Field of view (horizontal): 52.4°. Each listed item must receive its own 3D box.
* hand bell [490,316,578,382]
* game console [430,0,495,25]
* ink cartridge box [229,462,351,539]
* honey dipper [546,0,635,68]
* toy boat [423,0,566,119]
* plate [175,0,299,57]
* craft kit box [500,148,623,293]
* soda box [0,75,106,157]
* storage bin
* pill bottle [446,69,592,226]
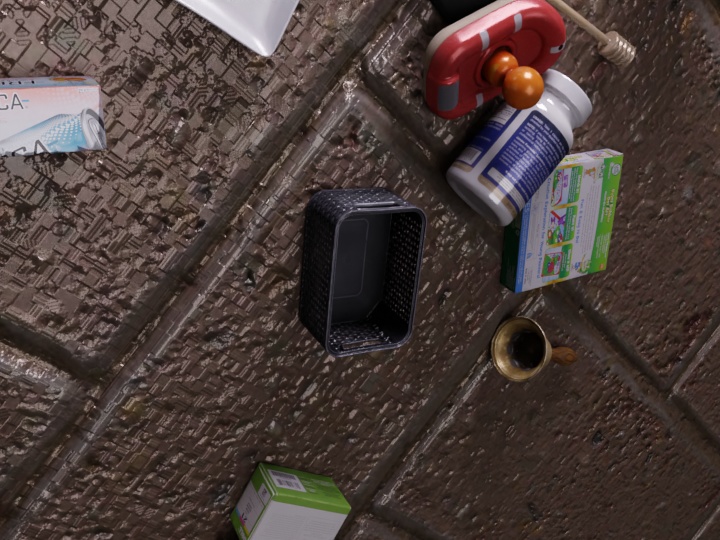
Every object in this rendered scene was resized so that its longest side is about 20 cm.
[{"bbox_3d":[0.318,0.141,1.249,0.199,0.104,0.105,13,106,-47],"label":"hand bell"},{"bbox_3d":[0.124,-0.442,0.898,0.175,0.117,0.200,-32,129,24],"label":"game console"},{"bbox_3d":[-0.128,0.406,1.102,0.147,0.076,0.202,24,100,-36],"label":"ink cartridge box"},{"bbox_3d":[0.320,-0.351,1.041,0.198,0.038,0.038,22,100,-33],"label":"honey dipper"},{"bbox_3d":[0.183,-0.255,0.930,0.198,0.131,0.131,-31,150,-13],"label":"toy boat"},{"bbox_3d":[-0.135,-0.364,0.775,0.198,0.032,0.201,24,98,-35],"label":"plate"},{"bbox_3d":[0.318,-0.080,1.159,0.195,0.048,0.203,-10,116,-23],"label":"craft kit box"},{"bbox_3d":[-0.359,-0.151,0.723,0.197,0.064,0.069,-10,116,-25],"label":"soda box"},{"bbox_3d":[0.000,0.000,0.981,0.133,0.094,0.203,-6,114,-27],"label":"storage bin"},{"bbox_3d":[0.221,-0.172,1.015,0.201,0.116,0.116,-50,126,0],"label":"pill bottle"}]
